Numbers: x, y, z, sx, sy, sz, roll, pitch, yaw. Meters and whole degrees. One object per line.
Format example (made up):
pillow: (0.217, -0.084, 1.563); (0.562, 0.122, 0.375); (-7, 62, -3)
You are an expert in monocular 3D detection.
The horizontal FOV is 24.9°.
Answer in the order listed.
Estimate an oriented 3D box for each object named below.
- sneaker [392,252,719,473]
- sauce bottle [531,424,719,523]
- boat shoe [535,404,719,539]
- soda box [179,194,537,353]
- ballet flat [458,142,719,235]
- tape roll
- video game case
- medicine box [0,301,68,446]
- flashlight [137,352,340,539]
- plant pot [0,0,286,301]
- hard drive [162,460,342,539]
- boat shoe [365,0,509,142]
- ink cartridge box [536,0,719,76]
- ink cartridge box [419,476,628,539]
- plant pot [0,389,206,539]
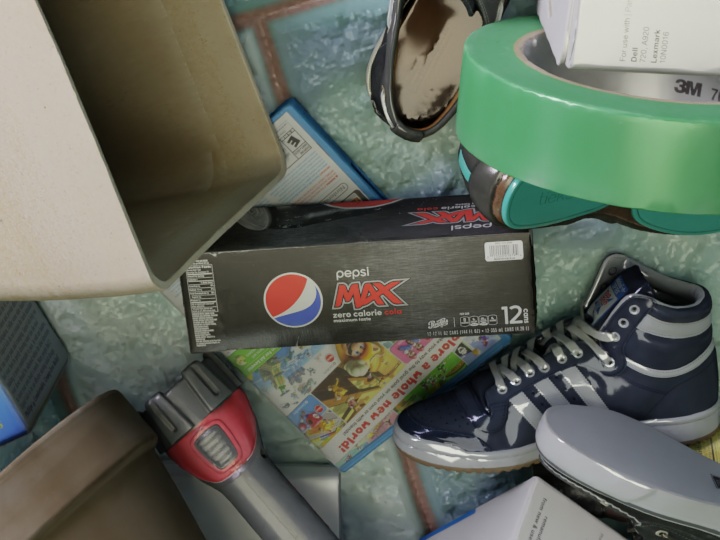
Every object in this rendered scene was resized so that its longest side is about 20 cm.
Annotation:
sneaker: (0.116, 0.053, 0.961); (0.199, 0.070, 0.109); (-6, 116, -6)
sauce bottle: (0.205, 0.128, 0.997); (0.199, 0.066, 0.066); (-7, 112, 8)
boat shoe: (0.185, 0.139, 0.931); (0.199, 0.069, 0.057); (23, 116, -9)
soda box: (0.000, 0.000, 0.932); (0.199, 0.071, 0.064); (-3, 113, 5)
ballet flat: (0.138, -0.060, 0.907); (0.199, 0.068, 0.068); (1, 121, -34)
tape roll: (0.150, -0.086, 0.837); (0.200, 0.201, 0.048); (4, 113, 2)
video game case: (-0.026, 0.013, 0.989); (0.143, 0.018, 0.200); (-40, 105, 17)
medicine box: (-0.308, 0.028, 0.968); (0.182, 0.103, 0.200); (-24, 110, 13)
flashlight: (-0.051, 0.143, 0.994); (0.200, 0.068, 0.068); (49, 139, -2)
plant pot: (-0.180, -0.093, 0.863); (0.177, 0.200, 0.201); (-15, 106, 22)
hard drive: (-0.111, 0.186, 1.061); (0.199, 0.027, 0.132); (1, 112, 4)
boat shoe: (0.058, -0.166, 0.883); (0.072, 0.068, 0.201); (20, 108, -4)
ink cartridge box: (0.197, -0.153, 0.830); (0.199, 0.146, 0.085); (3, 111, -2)
ink cartridge box: (0.135, 0.232, 1.003); (0.200, 0.084, 0.146); (36, 142, -12)
plant pot: (-0.155, 0.199, 0.930); (0.174, 0.200, 0.200); (47, 109, 4)
